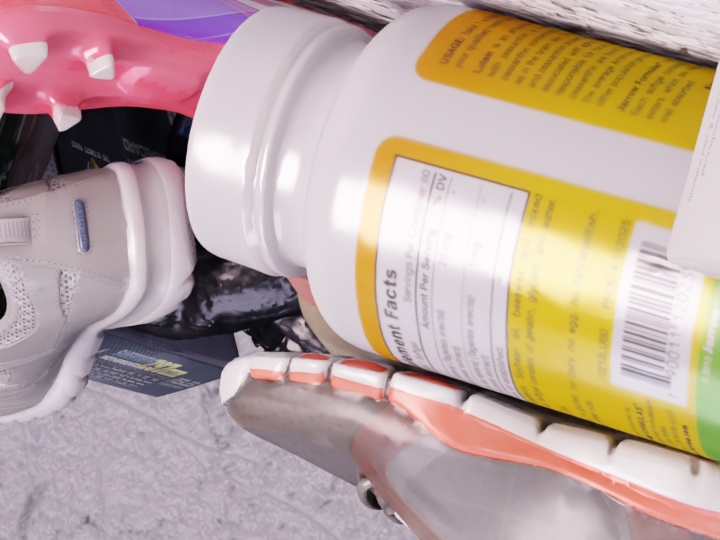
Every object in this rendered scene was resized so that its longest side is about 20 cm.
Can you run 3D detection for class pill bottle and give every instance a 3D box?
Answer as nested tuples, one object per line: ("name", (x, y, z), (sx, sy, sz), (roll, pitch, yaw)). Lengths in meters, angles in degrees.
("pill bottle", (0.052, -0.018, 0.832), (0.199, 0.112, 0.111), (17, 177, 23))

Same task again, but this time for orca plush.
("orca plush", (0.000, 0.000, 1.019), (0.199, 0.071, 0.105), (-15, 180, -5))

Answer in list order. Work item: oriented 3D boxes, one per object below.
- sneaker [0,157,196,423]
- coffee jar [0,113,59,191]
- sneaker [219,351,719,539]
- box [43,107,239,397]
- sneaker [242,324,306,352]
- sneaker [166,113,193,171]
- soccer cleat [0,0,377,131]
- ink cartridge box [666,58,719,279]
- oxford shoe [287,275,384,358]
("sneaker", (-0.131, 0.003, 0.987), (0.082, 0.075, 0.200), (0, 160, -27))
("coffee jar", (-0.208, -0.095, 1.037), (0.199, 0.105, 0.085), (18, 170, 2))
("sneaker", (0.039, 0.078, 0.855), (0.199, 0.082, 0.077), (16, -176, 22))
("box", (-0.118, -0.032, 1.200), (0.051, 0.159, 0.200), (-16, 168, 13))
("sneaker", (-0.063, -0.007, 1.343), (0.104, 0.201, 0.060), (-10, -169, 10))
("sneaker", (-0.033, -0.052, 1.156), (0.108, 0.070, 0.200), (27, 171, 2))
("soccer cleat", (-0.059, -0.082, 0.932), (0.199, 0.077, 0.067), (4, 146, -40))
("ink cartridge box", (0.171, -0.011, 0.656), (0.116, 0.068, 0.200), (18, 177, -19))
("oxford shoe", (0.071, 0.021, 0.918), (0.199, 0.071, 0.075), (17, 147, 24))
